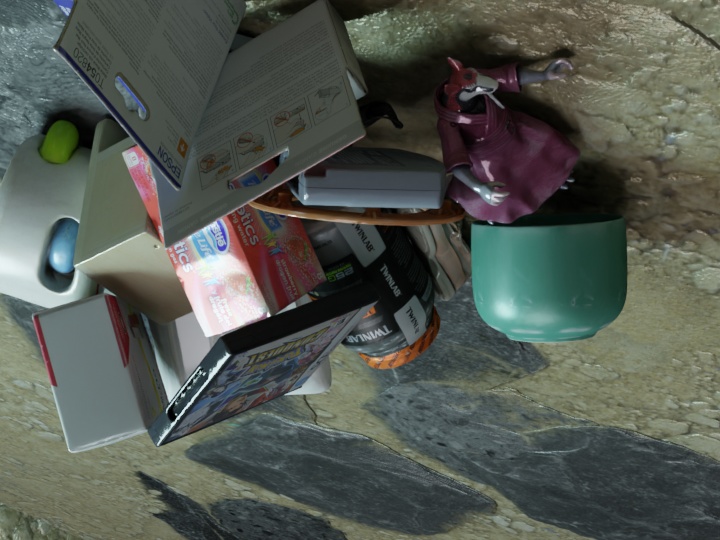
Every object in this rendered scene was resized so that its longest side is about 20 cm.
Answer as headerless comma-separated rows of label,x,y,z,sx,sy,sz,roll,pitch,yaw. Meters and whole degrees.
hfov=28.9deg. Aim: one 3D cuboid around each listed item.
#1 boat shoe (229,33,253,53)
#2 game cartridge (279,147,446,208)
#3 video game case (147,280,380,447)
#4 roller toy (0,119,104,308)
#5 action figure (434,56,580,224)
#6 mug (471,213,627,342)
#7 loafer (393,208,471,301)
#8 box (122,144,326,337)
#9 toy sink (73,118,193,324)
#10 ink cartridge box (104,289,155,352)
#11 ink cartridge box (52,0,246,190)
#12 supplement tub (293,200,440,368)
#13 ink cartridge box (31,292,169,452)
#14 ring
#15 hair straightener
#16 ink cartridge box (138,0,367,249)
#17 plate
boat shoe,-0.109,-0.173,1.305,0.199,0.072,0.066,20,159,-5
game cartridge,0.004,-0.083,1.219,0.132,0.041,0.200,-3,-169,-8
video game case,-0.095,0.092,1.379,0.026,0.199,0.181,56,135,15
roller toy,-0.328,-0.047,1.558,0.139,0.184,0.200,17,155,-4
action figure,0.114,-0.133,1.248,0.149,0.134,0.200,33,170,42
mug,0.188,0.006,1.378,0.151,0.115,0.185,-1,-174,16
loafer,0.082,-0.043,1.481,0.072,0.063,0.200,49,170,32
box,-0.130,-0.051,1.356,0.094,0.102,0.201,-18,99,38
toy sink,-0.202,-0.071,1.455,0.112,0.201,0.130,-23,136,29
ink cartridge box,-0.268,0.069,1.739,0.083,0.201,0.146,-12,143,46
ink cartridge box,-0.176,-0.200,1.136,0.040,0.201,0.200,3,151,26
supplement tub,0.000,0.000,1.469,0.122,0.123,0.201,-6,128,39
ink cartridge box,-0.266,0.106,1.471,0.083,0.146,0.200,-17,176,-1
ring,-0.003,-0.065,1.271,0.199,0.019,0.200,4,-170,-1
hair straightener,-0.038,-0.119,1.358,0.199,0.077,0.041,-9,119,44
ink cartridge box,-0.088,-0.118,1.190,0.199,0.177,0.045,-28,140,14
plate,-0.137,0.074,1.561,0.198,0.032,0.201,-5,125,0
